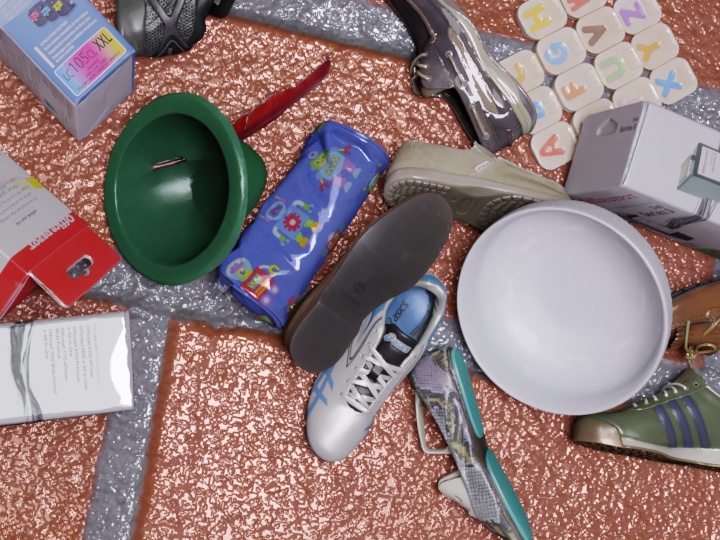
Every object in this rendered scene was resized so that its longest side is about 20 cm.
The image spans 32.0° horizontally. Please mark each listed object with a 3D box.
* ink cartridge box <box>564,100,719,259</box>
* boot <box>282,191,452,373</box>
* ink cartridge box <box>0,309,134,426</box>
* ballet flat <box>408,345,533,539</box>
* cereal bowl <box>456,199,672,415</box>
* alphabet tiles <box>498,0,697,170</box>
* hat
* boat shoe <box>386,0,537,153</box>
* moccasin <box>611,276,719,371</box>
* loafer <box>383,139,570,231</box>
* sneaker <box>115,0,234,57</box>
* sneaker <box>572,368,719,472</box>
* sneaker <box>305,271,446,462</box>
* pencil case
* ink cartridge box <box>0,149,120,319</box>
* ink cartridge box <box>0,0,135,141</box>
[{"bbox_3d":[0.311,-0.079,1.184,0.198,0.146,0.085,20,85,-12],"label":"ink cartridge box"},{"bbox_3d":[0.000,0.000,1.149,0.200,0.075,0.074,-45,113,-1],"label":"boot"},{"bbox_3d":[-0.292,0.088,1.065,0.197,0.145,0.085,-5,85,-11],"label":"ink cartridge box"},{"bbox_3d":[0.096,0.172,1.175,0.071,0.072,0.203,-22,88,-12],"label":"ballet flat"},{"bbox_3d":[0.194,0.028,1.164,0.198,0.083,0.203,8,109,24],"label":"cereal bowl"},{"bbox_3d":[0.238,-0.194,1.260,0.194,0.015,0.202,-27,90,-12],"label":"alphabet tiles"},{"bbox_3d":[-0.114,-0.083,1.178,0.199,0.175,0.167,-33,76,30],"label":"hat"},{"bbox_3d":[0.084,-0.196,1.202,0.073,0.075,0.200,-40,87,-8],"label":"boat shoe"},{"bbox_3d":[0.334,0.053,1.224,0.199,0.074,0.079,-17,79,-20],"label":"moccasin"},{"bbox_3d":[0.116,-0.083,1.188,0.197,0.076,0.069,12,56,-21],"label":"loafer"},{"bbox_3d":[-0.174,-0.299,1.168,0.113,0.076,0.203,-3,87,-12],"label":"sneaker"},{"bbox_3d":[0.300,0.139,1.211,0.197,0.067,0.091,11,78,-12],"label":"sneaker"},{"bbox_3d":[0.013,0.085,1.159,0.071,0.072,0.201,33,81,-7],"label":"sneaker"},{"bbox_3d":[-0.057,-0.046,1.158,0.086,0.078,0.201,32,79,13],"label":"pencil case"},{"bbox_3d":[-0.318,-0.035,1.083,0.200,0.116,0.067,41,117,-3],"label":"ink cartridge box"},{"bbox_3d":[-0.292,-0.224,1.104,0.200,0.136,0.076,45,77,-3],"label":"ink cartridge box"}]
